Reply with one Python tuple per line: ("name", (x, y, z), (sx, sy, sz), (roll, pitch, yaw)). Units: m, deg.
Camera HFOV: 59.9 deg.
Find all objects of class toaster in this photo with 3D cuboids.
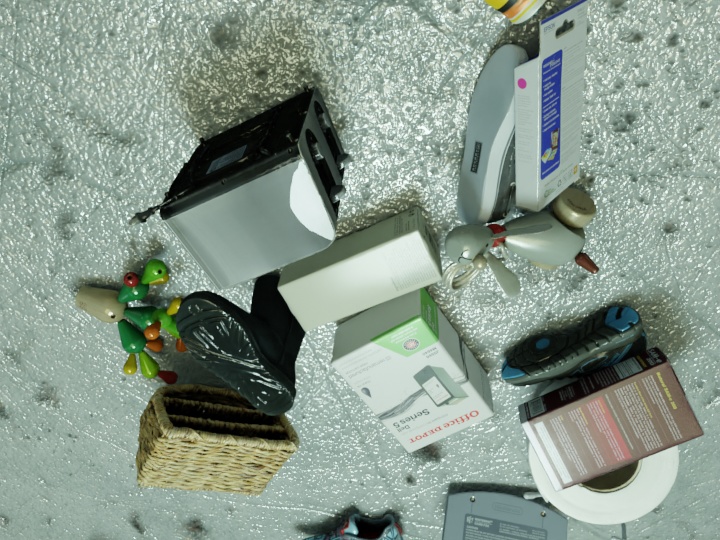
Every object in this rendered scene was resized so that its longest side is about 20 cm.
("toaster", (-0.113, -0.090, 0.683), (0.198, 0.182, 0.119), (-21, 120, 15))

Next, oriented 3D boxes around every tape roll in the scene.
("tape roll", (0.336, 0.249, 0.886), (0.199, 0.071, 0.205), (2, 100, 11))

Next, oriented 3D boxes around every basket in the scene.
("basket", (-0.203, 0.219, 0.894), (0.198, 0.144, 0.150), (15, 131, -26))

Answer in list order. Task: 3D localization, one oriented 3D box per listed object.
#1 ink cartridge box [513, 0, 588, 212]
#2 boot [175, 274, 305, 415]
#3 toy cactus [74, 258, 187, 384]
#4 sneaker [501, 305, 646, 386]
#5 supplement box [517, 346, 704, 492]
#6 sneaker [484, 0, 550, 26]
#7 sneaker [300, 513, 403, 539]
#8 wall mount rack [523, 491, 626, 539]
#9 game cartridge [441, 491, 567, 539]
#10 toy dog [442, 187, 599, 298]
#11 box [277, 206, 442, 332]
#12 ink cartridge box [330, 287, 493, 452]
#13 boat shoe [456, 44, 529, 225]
("ink cartridge box", (0.201, -0.172, 0.660), (0.037, 0.094, 0.202), (24, 136, 38))
("boot", (-0.139, 0.060, 0.784), (0.076, 0.169, 0.201), (-26, 122, 19))
("toy cactus", (-0.314, 0.069, 0.858), (0.163, 0.103, 0.202), (17, 132, 5))
("sneaker", (0.292, 0.125, 0.853), (0.198, 0.074, 0.082), (-23, 120, 18))
("supplement box", (0.319, 0.194, 0.812), (0.198, 0.061, 0.110), (-27, 95, 15))
("sneaker", (0.178, -0.335, 0.576), (0.089, 0.070, 0.201), (27, 122, -16))
("sneaker", (-0.023, 0.466, 1.096), (0.197, 0.079, 0.097), (-7, 112, -2))
("wall mount rack", (0.365, 0.336, 0.981), (0.172, 0.075, 0.202), (26, 121, 10))
("game cartridge", (0.233, 0.435, 1.016), (0.197, 0.135, 0.041), (10, 161, 6))
("toy dog", (0.197, -0.020, 0.714), (0.198, 0.097, 0.133), (-24, 145, -13))
("box", (0.000, 0.000, 0.798), (0.198, 0.069, 0.083), (-20, 118, 16))
("ink cartridge box", (0.075, 0.140, 0.870), (0.144, 0.084, 0.201), (-29, 116, 20))
("boat shoe", (0.163, -0.145, 0.702), (0.065, 0.070, 0.203), (-4, 114, -28))
